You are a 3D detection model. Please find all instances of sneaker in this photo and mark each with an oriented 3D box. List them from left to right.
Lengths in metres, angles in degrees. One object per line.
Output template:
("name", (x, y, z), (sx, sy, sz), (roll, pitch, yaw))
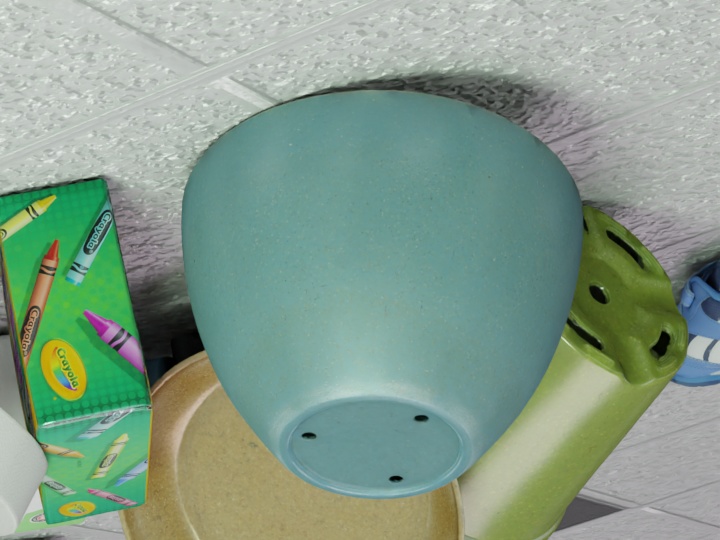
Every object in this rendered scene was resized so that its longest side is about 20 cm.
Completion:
("sneaker", (0.239, 0.025, 1.605), (0.074, 0.082, 0.200), (-35, -169, -25))

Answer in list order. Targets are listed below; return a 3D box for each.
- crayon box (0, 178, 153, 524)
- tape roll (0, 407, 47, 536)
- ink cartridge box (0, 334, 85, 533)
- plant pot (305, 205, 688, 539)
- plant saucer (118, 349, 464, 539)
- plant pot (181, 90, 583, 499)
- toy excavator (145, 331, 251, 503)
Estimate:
("crayon box", (-0.146, 0.046, 1.287), (0.058, 0.119, 0.200), (-10, 163, -9))
("tape roll", (-0.247, 0.066, 1.222), (0.202, 0.037, 0.203), (24, 159, 9))
("ink cartridge box", (-0.248, 0.101, 1.440), (0.199, 0.084, 0.146), (-7, 161, -20))
("plant pot", (0.083, 0.060, 1.440), (0.199, 0.201, 0.190), (3, 143, -42))
("plant saucer", (-0.036, 0.125, 1.390), (0.200, 0.201, 0.035), (-21, -166, 22))
("plant pot", (0.008, 0.029, 1.212), (0.199, 0.135, 0.200), (2, 144, 1))
("toy excavator", (-0.130, 0.107, 1.538), (0.199, 0.100, 0.194), (-13, 169, 16))
